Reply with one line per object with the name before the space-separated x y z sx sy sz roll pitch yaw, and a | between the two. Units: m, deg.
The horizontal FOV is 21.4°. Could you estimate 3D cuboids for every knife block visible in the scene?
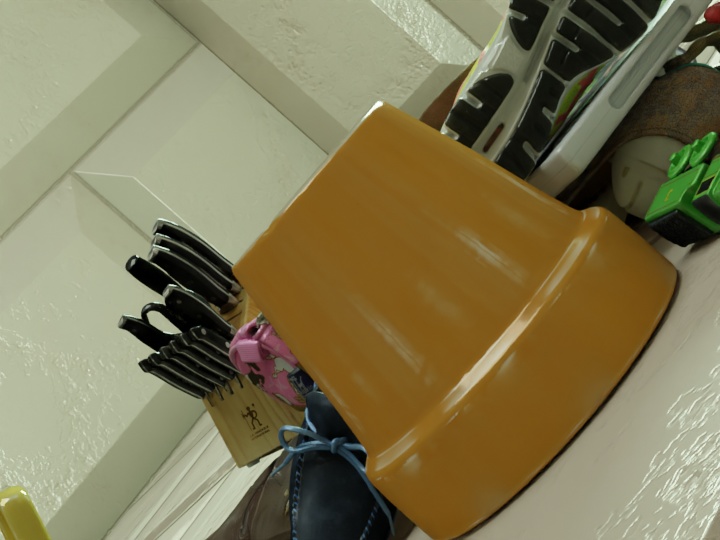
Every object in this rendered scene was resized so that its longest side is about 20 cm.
knife block | -0.077 0.040 1.333 0.064 0.176 0.200 -31 -7 31

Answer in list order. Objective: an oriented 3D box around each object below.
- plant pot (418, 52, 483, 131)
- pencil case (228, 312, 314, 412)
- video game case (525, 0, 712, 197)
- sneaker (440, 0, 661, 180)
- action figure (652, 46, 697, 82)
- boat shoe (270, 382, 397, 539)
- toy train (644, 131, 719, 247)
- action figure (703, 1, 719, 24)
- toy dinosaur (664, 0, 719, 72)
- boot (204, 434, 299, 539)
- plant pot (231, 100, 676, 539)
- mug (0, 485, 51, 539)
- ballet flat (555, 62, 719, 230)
plant pot | 0.125 -0.157 1.326 0.200 0.027 0.200 -38 -3 -3
pencil case | 0.000 0.000 1.252 0.200 0.083 0.087 -53 -6 -19
video game case | 0.142 -0.097 1.204 0.182 0.023 0.200 -51 1 -24
sneaker | 0.107 -0.127 1.150 0.200 0.078 0.090 -51 0 -6
action figure | 0.203 -0.134 1.430 0.130 0.069 0.200 -63 -6 14
boat shoe | -0.012 0.087 1.145 0.069 0.084 0.200 65 -151 -66
toy train | 0.199 -0.053 0.969 0.056 0.042 0.200 -60 7 -15
action figure | 0.252 -0.155 1.032 0.099 0.065 0.200 -37 25 4
toy dinosaur | 0.252 -0.159 1.304 0.101 0.058 0.200 -32 14 8
boot | -0.070 0.187 1.248 0.186 0.064 0.200 -61 4 -12
plant pot | 0.038 0.013 1.040 0.200 0.183 0.200 -48 4 5
mug | -0.217 0.262 1.371 0.149 0.186 0.153 -59 4 -15
ballet flat | 0.166 -0.047 1.190 0.200 0.068 0.067 -50 21 46
